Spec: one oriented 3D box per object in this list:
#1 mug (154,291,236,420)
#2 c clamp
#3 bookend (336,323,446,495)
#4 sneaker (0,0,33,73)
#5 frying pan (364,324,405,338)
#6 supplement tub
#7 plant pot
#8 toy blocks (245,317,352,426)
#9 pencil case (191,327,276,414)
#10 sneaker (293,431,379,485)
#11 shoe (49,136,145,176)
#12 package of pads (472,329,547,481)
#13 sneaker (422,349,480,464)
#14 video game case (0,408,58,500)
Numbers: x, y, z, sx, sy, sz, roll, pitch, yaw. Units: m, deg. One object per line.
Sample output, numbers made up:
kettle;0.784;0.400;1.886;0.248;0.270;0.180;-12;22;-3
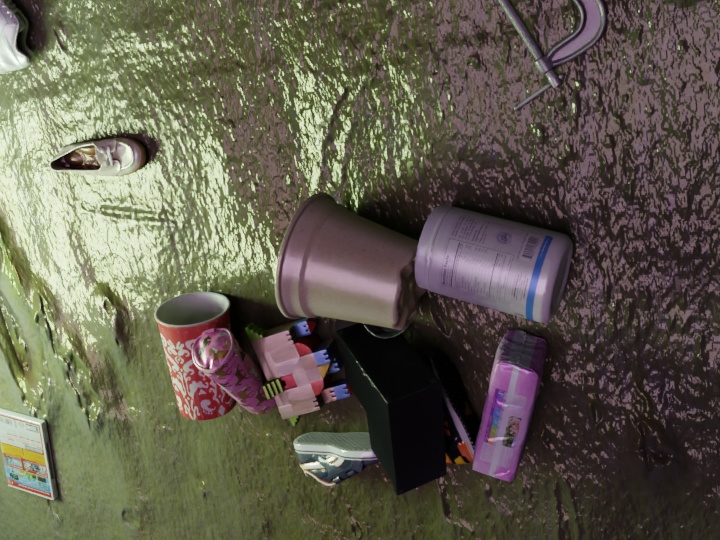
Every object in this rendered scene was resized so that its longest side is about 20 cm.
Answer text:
mug;-0.291;0.148;1.563;0.133;0.178;0.201;-9;114;-9
c clamp;0.233;-0.339;1.146;0.170;0.027;0.201;-25;97;32
bookend;0.049;0.213;1.379;0.199;0.092;0.201;-131;28;-52
sneaker;-0.633;-0.455;1.520;0.080;0.070;0.201;-3;114;18
frying pan;0.020;0.067;1.381;0.190;0.031;0.115;-28;61;30
supplement tub;0.192;-0.011;1.232;0.199;0.132;0.133;16;116;22
plant pot;0.000;0.000;1.290;0.183;0.200;0.202;16;115;21
toy blocks;-0.095;0.164;1.477;0.136;0.100;0.201;-18;100;19
pencil case;-0.211;0.174;1.477;0.086;0.083;0.200;29;165;35
sneaker;-0.027;0.331;1.506;0.199;0.078;0.080;-5;102;40
shoe;-0.473;-0.199;1.539;0.199;0.053;0.070;0;109;27
package of pads;0.228;0.203;1.302;0.075;0.121;0.201;14;115;15
sneaker;0.129;0.229;1.391;0.090;0.070;0.201;-20;101;29
video game case;-0.756;0.416;1.940;0.142;0.017;0.201;9;113;24
